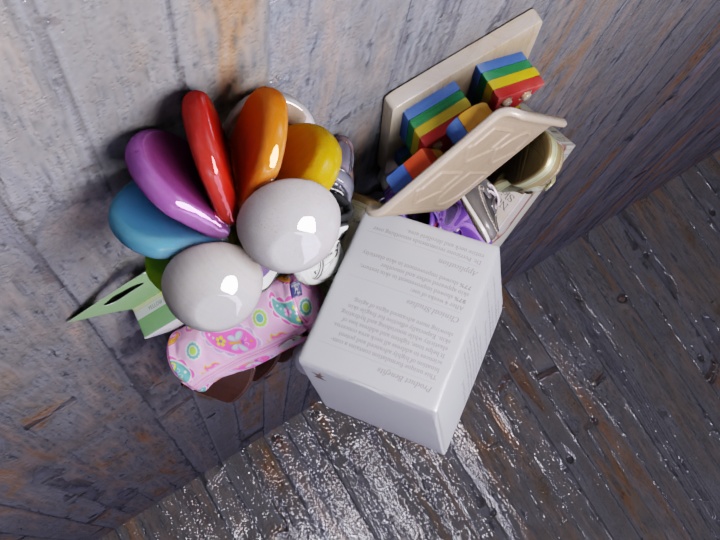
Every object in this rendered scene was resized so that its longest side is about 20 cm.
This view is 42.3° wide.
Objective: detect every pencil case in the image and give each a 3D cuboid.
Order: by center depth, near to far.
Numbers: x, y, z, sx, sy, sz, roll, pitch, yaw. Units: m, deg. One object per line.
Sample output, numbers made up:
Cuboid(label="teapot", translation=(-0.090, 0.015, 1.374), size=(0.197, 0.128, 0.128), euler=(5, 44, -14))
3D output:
Cuboid(label="pencil case", translation=(-0.132, 0.074, 1.100), size=(0.198, 0.089, 0.087), euler=(-25, 172, 20))

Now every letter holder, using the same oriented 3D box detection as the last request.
Cuboid(label="letter holder", translation=(-0.155, 0.112, 1.283), size=(0.200, 0.140, 0.102), euler=(126, -15, -61))

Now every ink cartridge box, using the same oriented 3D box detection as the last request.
Cuboid(label="ink cartridge box", translation=(-0.212, 0.033, 1.064), size=(0.144, 0.049, 0.199), euler=(-28, 175, 32))

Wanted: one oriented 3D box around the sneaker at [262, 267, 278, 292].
Cuboid(label="sneaker", translation=(-0.112, -0.045, 1.002), size=(0.074, 0.089, 0.200), euler=(-5, -163, 6))

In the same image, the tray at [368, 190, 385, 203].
Cuboid(label="tray", translation=(0.008, -0.070, 1.357), size=(0.106, 0.022, 0.200), euler=(-33, 169, 0))

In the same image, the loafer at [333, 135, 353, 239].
Cuboid(label="loafer", translation=(-0.039, -0.083, 1.066), size=(0.200, 0.071, 0.064), euler=(122, -13, -66))

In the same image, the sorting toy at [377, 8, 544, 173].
Cuboid(label="sorting toy", translation=(0.123, -0.182, 1.086), size=(0.197, 0.070, 0.200), euler=(-32, 168, -9))

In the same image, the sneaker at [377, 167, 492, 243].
Cuboid(label="sneaker", translation=(0.098, -0.066, 1.235), size=(0.198, 0.084, 0.080), euler=(28, 132, -30))

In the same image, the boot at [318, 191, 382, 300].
Cuboid(label="boot", translation=(0.000, 0.000, 1.212), size=(0.157, 0.072, 0.200), euler=(-66, 160, -8))

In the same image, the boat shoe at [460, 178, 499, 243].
Cuboid(label="boat shoe", translation=(0.144, -0.116, 1.175), size=(0.056, 0.201, 0.067), euler=(-28, 131, 7))

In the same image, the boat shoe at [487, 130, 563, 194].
Cuboid(label="boat shoe", translation=(0.212, -0.127, 1.152), size=(0.062, 0.074, 0.201), euler=(13, 173, -10))

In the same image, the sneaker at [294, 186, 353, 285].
Cuboid(label="sneaker", translation=(-0.042, -0.042, 0.987), size=(0.086, 0.077, 0.200), euler=(-13, 158, 14))

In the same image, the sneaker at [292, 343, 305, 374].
Cuboid(label="sneaker", translation=(-0.005, 0.070, 1.280), size=(0.198, 0.074, 0.112), euler=(-26, -156, -1))

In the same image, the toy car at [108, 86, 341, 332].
Cuboid(label="toy car", translation=(-0.118, -0.067, 0.751), size=(0.199, 0.176, 0.150), euler=(-36, 134, 17))

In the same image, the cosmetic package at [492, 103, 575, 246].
Cuboid(label="cosmetic package", translation=(0.199, -0.127, 1.319), size=(0.201, 0.103, 0.087), euler=(-57, 162, 21))

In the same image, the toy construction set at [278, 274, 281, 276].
Cuboid(label="toy construction set", translation=(-0.080, 0.011, 1.297), size=(0.129, 0.094, 0.200), euler=(-1, 161, 5))

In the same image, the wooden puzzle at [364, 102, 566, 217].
Cuboid(label="wooden puzzle", translation=(0.112, -0.125, 1.015), size=(0.199, 0.047, 0.185), euler=(-34, 170, 26))

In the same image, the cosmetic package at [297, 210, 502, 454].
Cuboid(label="cosmetic package", translation=(0.053, 0.069, 1.065), size=(0.167, 0.165, 0.202), euler=(70, 42, -63))
